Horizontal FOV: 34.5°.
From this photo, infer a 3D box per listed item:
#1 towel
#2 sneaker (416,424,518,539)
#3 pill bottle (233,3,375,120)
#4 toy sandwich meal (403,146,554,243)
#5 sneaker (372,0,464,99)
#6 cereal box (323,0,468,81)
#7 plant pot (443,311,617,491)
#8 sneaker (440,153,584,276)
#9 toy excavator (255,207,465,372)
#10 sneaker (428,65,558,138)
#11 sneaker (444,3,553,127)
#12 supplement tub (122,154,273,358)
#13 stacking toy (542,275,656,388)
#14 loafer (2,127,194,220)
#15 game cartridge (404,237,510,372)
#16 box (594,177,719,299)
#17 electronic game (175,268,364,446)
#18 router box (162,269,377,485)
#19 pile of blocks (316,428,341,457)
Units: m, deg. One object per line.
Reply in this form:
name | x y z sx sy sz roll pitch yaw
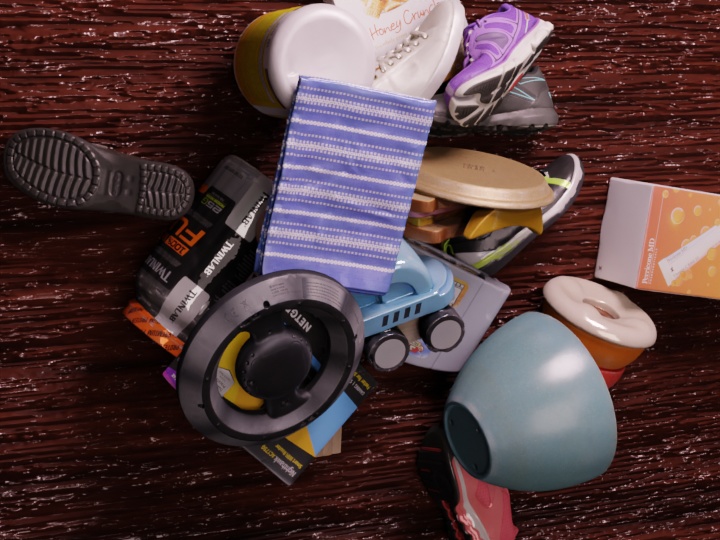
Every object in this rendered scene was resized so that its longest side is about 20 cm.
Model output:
towel | -0.015 -0.075 1.102 0.142 0.024 0.203 7 108 -20
sneaker | 0.133 0.263 1.399 0.086 0.073 0.203 -32 111 -30
pill bottle | -0.064 -0.208 1.167 0.107 0.200 0.111 -3 100 -20
toy sandwich meal | 0.114 -0.079 1.266 0.201 0.205 0.071 2 111 -21
sneaker | 0.037 -0.211 1.231 0.084 0.073 0.202 31 90 -24
cereal box | 0.036 -0.294 1.278 0.142 0.039 0.203 -27 107 -14
plant pot | 0.172 0.166 1.307 0.133 0.199 0.204 -21 105 -25
sneaker | 0.177 -0.078 1.349 0.200 0.072 0.083 -45 109 -9
toy excavator | 0.000 0.000 1.194 0.191 0.100 0.203 -19 124 -11
sneaker | 0.133 -0.194 1.323 0.197 0.075 0.081 -5 87 -27
sneaker | 0.134 -0.227 1.256 0.083 0.081 0.200 35 44 7
supplement tub | -0.151 -0.008 1.209 0.122 0.122 0.201 39 83 -21
stacking toy | 0.256 0.122 1.402 0.144 0.147 0.203 12 113 -22
loafer | -0.265 -0.090 1.180 0.197 0.071 0.074 17 88 -3
game cartridge | 0.057 0.035 1.318 0.198 0.042 0.135 25 105 -18
box | 0.403 -0.036 1.427 0.197 0.097 0.127 6 97 -21
electronic game | -0.085 0.087 1.123 0.197 0.042 0.203 -17 129 -21
router box | -0.088 0.111 1.198 0.150 0.051 0.200 -48 132 -7
pile of blocks | -0.078 0.117 1.291 0.081 0.062 0.202 -29 116 -17
